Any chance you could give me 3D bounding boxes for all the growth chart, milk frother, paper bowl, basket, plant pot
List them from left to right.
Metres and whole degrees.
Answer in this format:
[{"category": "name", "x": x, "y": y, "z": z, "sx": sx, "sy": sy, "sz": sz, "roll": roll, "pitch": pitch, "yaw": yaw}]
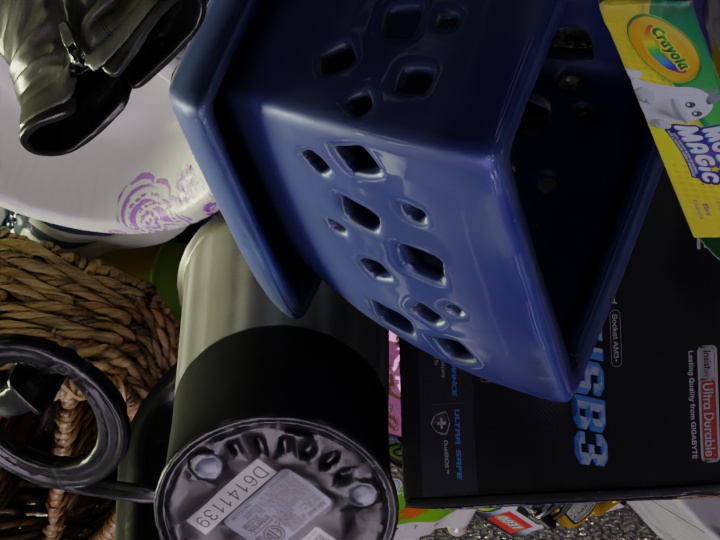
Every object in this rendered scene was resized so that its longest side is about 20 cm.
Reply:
[{"category": "basket", "x": -0.188, "y": 0.102, "z": 1.449, "sx": 0.142, "sy": 0.149, "sz": 0.200, "roll": 21, "pitch": 141, "yaw": 3}, {"category": "paper bowl", "x": -0.142, "y": -0.113, "z": 1.279, "sx": 0.199, "sy": 0.105, "sz": 0.201, "roll": 12, "pitch": 149, "yaw": 7}, {"category": "milk frother", "x": -0.086, "y": 0.045, "z": 1.254, "sx": 0.180, "sy": 0.189, "sz": 0.200, "roll": -25, "pitch": 121, "yaw": 16}, {"category": "growth chart", "x": -0.006, "y": 0.166, "z": 1.602, "sx": 0.199, "sy": 0.018, "sz": 0.145, "roll": -18, "pitch": 158, "yaw": -10}, {"category": "plant pot", "x": 0.031, "y": -0.083, "z": 1.166, "sx": 0.179, "sy": 0.201, "sz": 0.200, "roll": 10, "pitch": 150, "yaw": 24}]

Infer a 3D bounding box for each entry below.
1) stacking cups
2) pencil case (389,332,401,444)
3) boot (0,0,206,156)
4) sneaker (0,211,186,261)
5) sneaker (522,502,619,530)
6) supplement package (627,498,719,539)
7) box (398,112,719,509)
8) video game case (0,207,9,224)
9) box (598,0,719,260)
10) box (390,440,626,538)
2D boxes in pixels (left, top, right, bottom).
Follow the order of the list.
[{"category": "stacking cups", "x": -0.061, "y": 0.016, "z": 1.496, "sx": 0.199, "sy": 0.061, "sz": 0.061, "roll": 7, "pitch": 149, "yaw": 16}, {"category": "pencil case", "x": 0.000, "y": 0.000, "z": 1.387, "sx": 0.086, "sy": 0.083, "sz": 0.200, "roll": -30, "pitch": 122, "yaw": 0}, {"category": "boot", "x": -0.094, "y": -0.151, "z": 1.099, "sx": 0.200, "sy": 0.131, "sz": 0.068, "roll": -48, "pitch": 141, "yaw": 18}, {"category": "sneaker", "x": -0.178, "y": -0.043, "z": 1.453, "sx": 0.199, "sy": 0.075, "sz": 0.084, "roll": -25, "pitch": 128, "yaw": 39}, {"category": "sneaker", "x": 0.110, "y": 0.105, "z": 1.468, "sx": 0.078, "sy": 0.082, "sz": 0.200, "roll": -38, "pitch": 160, "yaw": 21}, {"category": "supplement package", "x": 0.189, "y": 0.081, "z": 1.403, "sx": 0.114, "sy": 0.110, "sz": 0.200, "roll": 31, "pitch": 169, "yaw": 47}, {"category": "box", "x": 0.112, "y": 0.019, "z": 1.289, "sx": 0.198, "sy": 0.201, "sz": 0.050, "roll": -5, "pitch": 171, "yaw": 35}, {"category": "video game case", "x": -0.280, "y": -0.049, "z": 1.538, "sx": 0.142, "sy": 0.018, "sz": 0.200, "roll": 13, "pitch": 150, "yaw": 3}, {"category": "box", "x": 0.163, "y": -0.101, "z": 1.141, "sx": 0.048, "sy": 0.118, "sz": 0.200, "roll": 3, "pitch": 148, "yaw": 23}, {"category": "box", "x": 0.066, "y": 0.102, "z": 1.606, "sx": 0.200, "sy": 0.035, "sz": 0.110, "roll": 34, "pitch": 146, "yaw": -28}]
